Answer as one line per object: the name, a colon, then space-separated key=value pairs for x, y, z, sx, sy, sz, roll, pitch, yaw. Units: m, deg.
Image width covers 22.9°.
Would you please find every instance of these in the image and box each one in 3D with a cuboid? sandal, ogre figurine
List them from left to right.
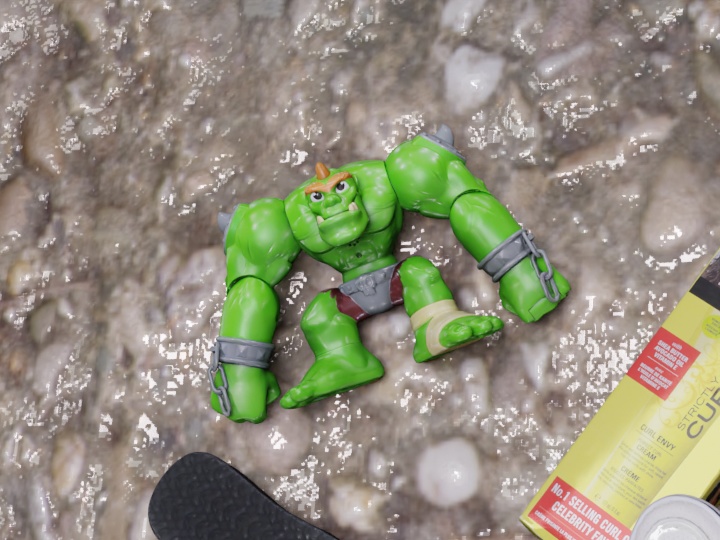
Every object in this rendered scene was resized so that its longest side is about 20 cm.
sandal: x=-0.037 y=0.167 z=0.955 sx=0.075 sy=0.048 sz=0.200 roll=-48 pitch=51 yaw=-2
ogre figurine: x=0.000 y=0.000 z=0.978 sx=0.199 sy=0.098 sz=0.121 roll=-24 pitch=82 yaw=25

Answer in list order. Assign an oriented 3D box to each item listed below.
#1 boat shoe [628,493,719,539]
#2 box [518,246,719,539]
boat shoe: x=0.144 y=0.190 z=0.796 sx=0.074 sy=0.086 sz=0.203 roll=-10 pitch=62 yaw=23
box: x=0.170 y=0.072 z=0.913 sx=0.075 sy=0.050 sz=0.200 roll=36 pitch=85 yaw=25
